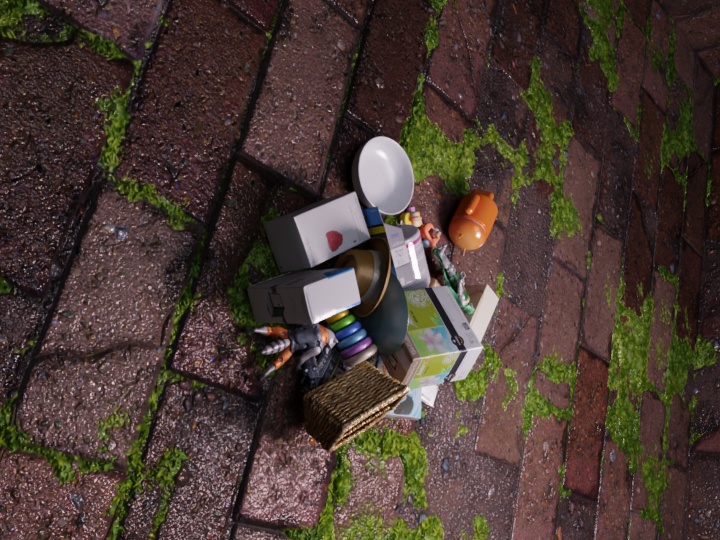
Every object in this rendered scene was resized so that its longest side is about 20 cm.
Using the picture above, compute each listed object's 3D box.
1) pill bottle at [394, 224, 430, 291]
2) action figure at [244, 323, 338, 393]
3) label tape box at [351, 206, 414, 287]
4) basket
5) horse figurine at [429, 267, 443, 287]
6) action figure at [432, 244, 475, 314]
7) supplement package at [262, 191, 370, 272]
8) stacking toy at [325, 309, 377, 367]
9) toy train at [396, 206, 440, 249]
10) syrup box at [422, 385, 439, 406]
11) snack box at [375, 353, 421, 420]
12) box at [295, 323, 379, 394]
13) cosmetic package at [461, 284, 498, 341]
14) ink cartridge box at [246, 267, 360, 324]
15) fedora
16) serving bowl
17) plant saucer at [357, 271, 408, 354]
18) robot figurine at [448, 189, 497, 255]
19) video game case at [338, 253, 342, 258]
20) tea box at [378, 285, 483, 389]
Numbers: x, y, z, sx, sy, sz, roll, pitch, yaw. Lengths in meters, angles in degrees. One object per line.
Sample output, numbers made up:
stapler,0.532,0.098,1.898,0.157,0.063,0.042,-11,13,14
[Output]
pill bottle,0.114,-0.005,1.775,0.113,0.113,0.200,-38,123,-40
action figure,-0.135,0.181,1.523,0.193,0.105,0.200,-15,76,-26
label tape box,0.038,-0.054,1.676,0.063,0.144,0.200,-22,100,-43
basket,-0.006,0.317,1.531,0.200,0.149,0.143,-25,126,-36
horse figurine,0.217,0.071,1.885,0.132,0.050,0.200,25,38,-45
action figure,0.257,0.029,1.894,0.200,0.055,0.118,63,19,-8
supplement package,-0.097,-0.088,1.593,0.200,0.120,0.121,-29,105,-42
stacking toy,-0.043,0.116,1.596,0.085,0.085,0.200,-29,90,-42
toy train,0.150,-0.086,1.874,0.200,0.056,0.150,-45,115,-38
syrup box,0.166,0.250,1.833,0.081,0.079,0.200,39,60,-34
snack box,0.094,0.264,1.734,0.116,0.037,0.200,8,66,-9
box,-0.048,0.231,1.653,0.161,0.049,0.200,42,58,-29
cosmetic package,0.298,0.139,1.957,0.073,0.103,0.200,48,55,-30
ink cartridge box,-0.123,0.053,1.497,0.146,0.200,0.086,-21,101,-42
fedora,-0.007,0.007,1.578,0.082,0.201,0.201,15,74,-24
serving bowl,0.046,-0.237,1.785,0.200,0.066,0.201,6,81,-44
plant saucer,0.038,0.096,1.617,0.039,0.201,0.201,-2,86,-32
robot figurine,0.323,-0.140,2.003,0.117,0.144,0.200,35,59,-10
video game case,0.000,0.000,1.746,0.143,0.017,0.200,23,70,-40
tea box,0.150,0.160,1.681,0.196,0.134,0.200,-8,50,-25
